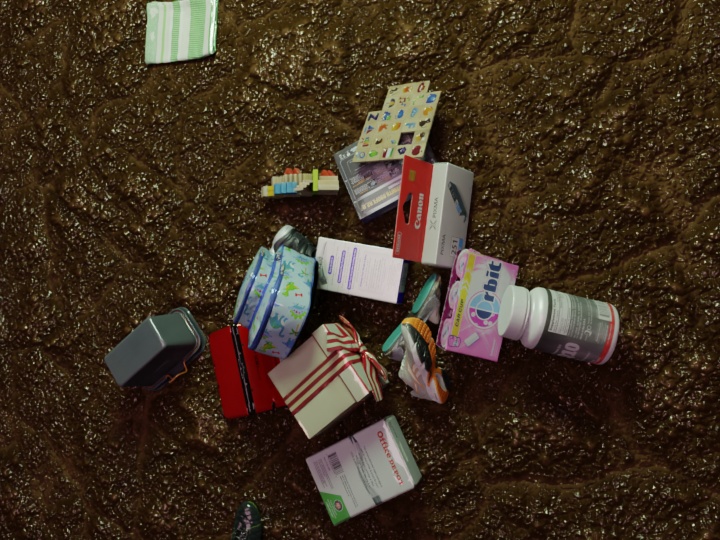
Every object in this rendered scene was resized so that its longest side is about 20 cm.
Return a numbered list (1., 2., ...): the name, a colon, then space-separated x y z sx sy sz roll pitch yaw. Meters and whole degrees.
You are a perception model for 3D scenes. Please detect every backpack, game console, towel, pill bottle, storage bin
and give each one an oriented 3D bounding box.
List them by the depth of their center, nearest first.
1. pill bottle: 0.362 0.098 1.161 0.196 0.114 0.116 13 90 0
2. backpack: -0.173 0.066 1.252 0.144 0.201 0.185 18 119 -15
3. game console: -0.244 0.219 1.423 0.169 0.119 0.204 -12 83 -15
4. storage bin: -0.476 0.192 1.438 0.199 0.134 0.147 -40 76 12
5. towel: -0.440 -0.590 1.532 0.196 0.023 0.156 1 88 17

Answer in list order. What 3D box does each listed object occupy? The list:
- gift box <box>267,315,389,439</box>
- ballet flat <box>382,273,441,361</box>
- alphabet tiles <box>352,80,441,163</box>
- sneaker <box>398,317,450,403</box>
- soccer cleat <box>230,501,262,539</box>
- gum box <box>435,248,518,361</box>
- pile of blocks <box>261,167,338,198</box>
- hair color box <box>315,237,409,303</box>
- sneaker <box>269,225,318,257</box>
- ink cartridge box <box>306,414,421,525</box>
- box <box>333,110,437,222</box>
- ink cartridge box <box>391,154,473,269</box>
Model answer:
1. gift box: -0.054 0.219 1.273 0.186 0.200 0.186 -39 82 10
2. ballet flat: 0.124 0.104 1.297 0.072 0.072 0.202 36 98 16
3. alphabet tiles: 0.079 -0.311 1.303 0.164 0.008 0.203 1 61 32
4. sneaker: 0.106 0.184 1.247 0.090 0.076 0.203 -6 119 33
5. soccer cleat: -0.261 0.615 1.371 0.066 0.081 0.205 6 88 17
6. gum box: 0.230 0.065 1.234 0.111 0.066 0.205 13 90 -10
7. pile of blocks: -0.136 -0.199 1.381 0.196 0.082 0.064 -2 86 18
8. hair color box: 0.000 0.000 1.336 0.196 0.065 0.112 10 90 16
9. sneaker: -0.156 0.012 1.378 0.112 0.075 0.204 22 96 14
10. ink cartridge box: 0.009 0.410 1.296 0.198 0.083 0.149 -29 78 15
11. box: 0.060 -0.220 1.337 0.197 0.048 0.161 -27 79 14
12. ink cartridge box: 0.147 -0.112 1.240 0.044 0.174 0.205 6 88 46
